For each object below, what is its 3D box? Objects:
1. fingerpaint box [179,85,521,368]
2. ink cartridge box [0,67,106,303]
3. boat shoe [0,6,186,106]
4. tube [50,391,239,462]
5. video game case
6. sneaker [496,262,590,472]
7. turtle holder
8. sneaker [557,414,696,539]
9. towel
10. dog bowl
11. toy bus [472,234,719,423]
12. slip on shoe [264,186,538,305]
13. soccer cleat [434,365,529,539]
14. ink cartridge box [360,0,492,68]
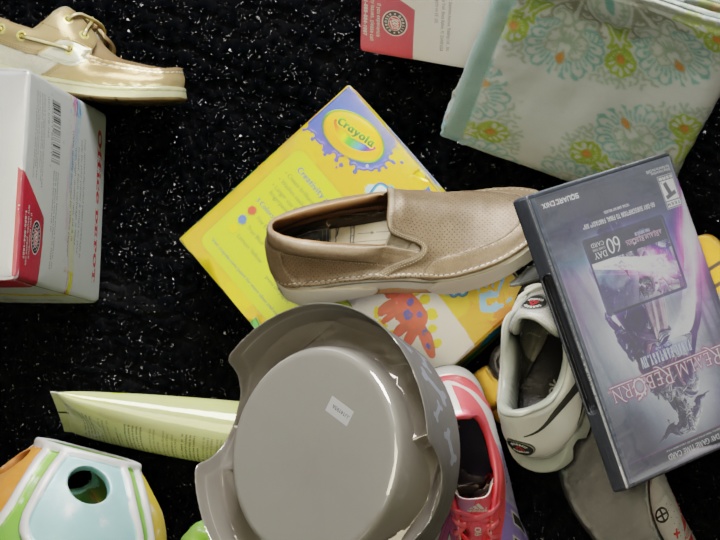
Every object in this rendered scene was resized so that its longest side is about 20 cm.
[{"bbox_3d":[0.000,0.000,1.687,0.167,0.073,0.200,-42,82,3],"label":"fingerpaint box"},{"bbox_3d":[-0.274,-0.056,1.666,0.143,0.200,0.147,1,84,10],"label":"ink cartridge box"},{"bbox_3d":[-0.221,-0.161,1.731,0.198,0.074,0.067,9,91,8],"label":"boat shoe"},{"bbox_3d":[-0.121,0.112,1.697,0.198,0.052,0.058,6,114,5],"label":"tube"},{"bbox_3d":[0.187,0.031,1.575,0.142,0.019,0.201,-17,86,-39],"label":"video game case"},{"bbox_3d":[0.137,0.027,1.587,0.074,0.089,0.201,5,67,23],"label":"sneaker"},{"bbox_3d":[-0.189,0.195,1.661,0.184,0.141,0.133,13,85,10],"label":"turtle holder"},{"bbox_3d":[0.193,0.175,1.630,0.067,0.108,0.202,-27,75,9],"label":"sneaker"},{"bbox_3d":[0.160,-0.136,1.618,0.170,0.201,0.048,21,47,-2],"label":"towel"},{"bbox_3d":[-0.019,0.125,1.584,0.199,0.059,0.202,-8,77,36],"label":"dog bowl"},{"bbox_3d":[0.177,0.049,1.664,0.199,0.065,0.079,-34,83,3],"label":"toy bus"},{"bbox_3d":[0.032,-0.028,1.606,0.198,0.061,0.076,-8,46,12],"label":"slip on shoe"},{"bbox_3d":[0.079,0.167,1.632,0.068,0.073,0.201,-14,110,-1],"label":"soccer cleat"},{"bbox_3d":[0.106,-0.215,1.651,0.199,0.146,0.085,12,46,9],"label":"ink cartridge box"}]
